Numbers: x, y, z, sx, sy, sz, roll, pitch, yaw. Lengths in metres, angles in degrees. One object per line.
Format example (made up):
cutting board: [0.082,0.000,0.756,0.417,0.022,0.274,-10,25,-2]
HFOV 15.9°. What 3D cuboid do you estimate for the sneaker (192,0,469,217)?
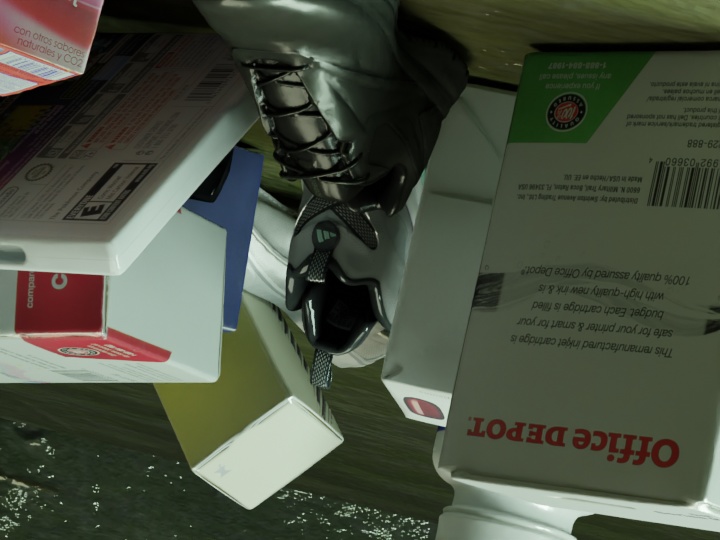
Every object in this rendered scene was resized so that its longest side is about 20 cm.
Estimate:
sneaker: [-0.014,-0.082,1.152,0.076,0.091,0.200,9,167,33]

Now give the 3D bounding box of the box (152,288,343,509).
box: [-0.090,0.045,1.611,0.068,0.082,0.200,42,-164,-48]

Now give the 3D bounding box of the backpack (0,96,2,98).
backpack: [-0.266,-0.124,1.148,0.167,0.127,0.200,11,166,41]

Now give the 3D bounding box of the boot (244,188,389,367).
boot: [-0.016,-0.014,1.606,0.095,0.074,0.200,-22,141,22]

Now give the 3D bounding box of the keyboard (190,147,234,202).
keyboard: [-0.162,-0.073,1.335,0.199,0.104,0.040,10,-170,16]

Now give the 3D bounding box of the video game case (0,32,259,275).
video game case: [-0.147,-0.059,1.213,0.182,0.200,0.023,3,123,25]

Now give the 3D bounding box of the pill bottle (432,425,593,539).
pill bottle: [0.106,0.081,1.538,0.112,0.201,0.112,13,170,2]

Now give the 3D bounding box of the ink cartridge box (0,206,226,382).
ink cartridge box: [-0.186,0.007,1.287,0.199,0.083,0.146,-1,170,19]

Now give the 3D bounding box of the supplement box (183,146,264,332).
supplement box: [-0.170,-0.029,1.532,0.200,0.109,0.109,3,172,44]

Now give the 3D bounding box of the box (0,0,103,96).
box: [-0.205,-0.148,1.035,0.200,0.095,0.103,19,168,-26]

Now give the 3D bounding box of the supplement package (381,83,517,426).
supplement package: [0.127,0.011,1.271,0.199,0.156,0.111,11,170,10]

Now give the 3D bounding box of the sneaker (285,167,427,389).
sneaker: [0.000,0.000,1.412,0.078,0.140,0.200,9,168,20]

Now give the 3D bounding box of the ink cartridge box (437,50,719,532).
ink cartridge box: [0.130,0.010,1.139,0.146,0.201,0.084,5,167,41]
